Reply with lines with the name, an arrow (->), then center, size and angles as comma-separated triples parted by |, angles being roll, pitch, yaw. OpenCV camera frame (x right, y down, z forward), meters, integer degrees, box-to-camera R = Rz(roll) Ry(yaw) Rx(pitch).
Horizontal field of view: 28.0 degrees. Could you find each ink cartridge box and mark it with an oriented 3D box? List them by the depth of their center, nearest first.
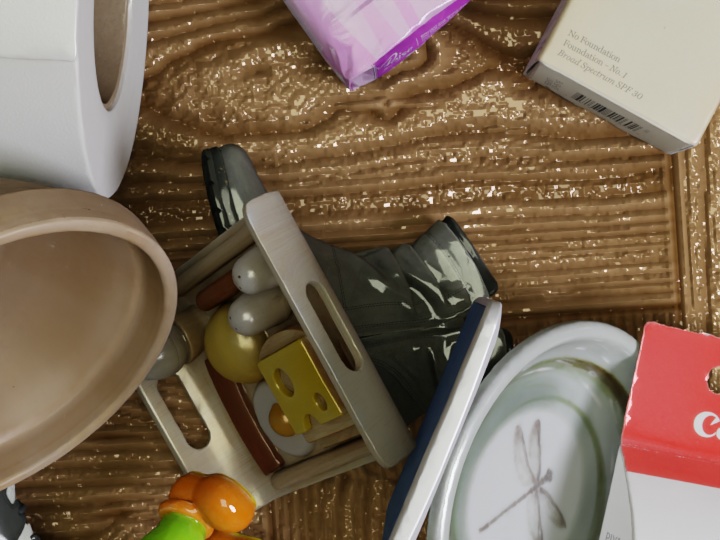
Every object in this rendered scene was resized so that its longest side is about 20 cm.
ink cartridge box -> 0.212, 0.143, 0.797 | 0.160, 0.050, 0.202 | 12, 92, -21

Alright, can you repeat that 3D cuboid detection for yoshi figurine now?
yoshi figurine -> -0.108, 0.206, 0.745 | 0.112, 0.112, 0.200 | 38, 58, 3

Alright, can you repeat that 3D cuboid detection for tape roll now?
tape roll -> -0.193, -0.142, 0.748 | 0.138, 0.203, 0.205 | 4, 90, 1

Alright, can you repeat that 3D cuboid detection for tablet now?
tablet -> 0.039, 0.074, 0.703 | 0.014, 0.200, 0.131 | 22, 91, 2

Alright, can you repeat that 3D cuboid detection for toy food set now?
toy food set -> -0.063, 0.057, 0.762 | 0.060, 0.200, 0.144 | -29, 89, -33

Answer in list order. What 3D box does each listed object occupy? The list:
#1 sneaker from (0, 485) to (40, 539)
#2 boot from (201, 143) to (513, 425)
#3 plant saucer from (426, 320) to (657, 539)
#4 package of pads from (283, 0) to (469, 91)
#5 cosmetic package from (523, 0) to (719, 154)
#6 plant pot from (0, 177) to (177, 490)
sneaker -> -0.193, 0.181, 0.822 | 0.087, 0.076, 0.202 | -4, 91, -18
boot -> 0.000, 0.000, 0.823 | 0.130, 0.068, 0.201 | -27, 95, -7
plant saucer -> 0.096, 0.124, 0.788 | 0.199, 0.050, 0.202 | -9, 103, -42
package of pads -> -0.015, -0.214, 0.809 | 0.120, 0.076, 0.201 | -36, 90, 2
cosmetic package -> 0.184, -0.178, 0.810 | 0.103, 0.073, 0.201 | 27, 91, -1
plant pot -> -0.197, 0.021, 0.706 | 0.200, 0.201, 0.093 | -39, 61, 0
